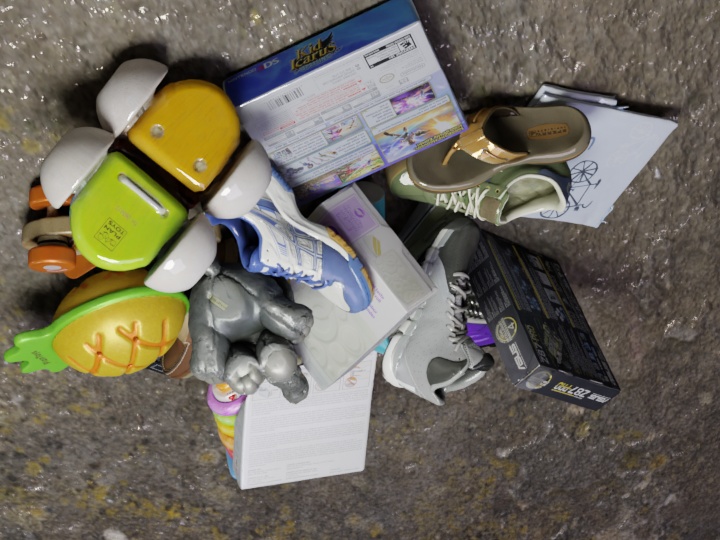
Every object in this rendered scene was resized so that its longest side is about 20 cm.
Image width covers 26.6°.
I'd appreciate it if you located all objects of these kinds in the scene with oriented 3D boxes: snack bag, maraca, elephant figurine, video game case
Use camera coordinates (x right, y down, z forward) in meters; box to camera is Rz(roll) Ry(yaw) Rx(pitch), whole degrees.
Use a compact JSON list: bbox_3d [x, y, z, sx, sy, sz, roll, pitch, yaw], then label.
[{"bbox_3d":[0.236,-0.124,1.698,0.198,0.022,0.189,6,137,-29],"label":"snack bag"},{"bbox_3d":[-0.274,0.062,1.599,0.198,0.108,0.137,-21,155,3],"label":"maraca"},{"bbox_3d":[-0.116,0.061,1.594,0.140,0.157,0.200,12,-178,2],"label":"elephant figurine"},{"bbox_3d":[-0.011,-0.163,1.500,0.199,0.046,0.182,-24,145,7],"label":"video game case"}]

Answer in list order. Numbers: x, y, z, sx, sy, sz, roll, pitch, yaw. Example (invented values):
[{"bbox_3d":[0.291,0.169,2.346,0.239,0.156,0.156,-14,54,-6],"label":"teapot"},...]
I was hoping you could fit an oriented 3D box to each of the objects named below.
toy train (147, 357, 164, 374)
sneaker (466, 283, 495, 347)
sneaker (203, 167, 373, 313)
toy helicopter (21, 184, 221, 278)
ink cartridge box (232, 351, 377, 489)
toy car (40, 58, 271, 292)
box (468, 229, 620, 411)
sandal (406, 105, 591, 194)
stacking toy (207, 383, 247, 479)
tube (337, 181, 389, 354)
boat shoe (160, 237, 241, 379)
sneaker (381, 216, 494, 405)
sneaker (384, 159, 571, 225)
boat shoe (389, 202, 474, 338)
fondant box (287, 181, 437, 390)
[{"bbox_3d":[-0.269,0.082,1.726,0.046,0.034,0.199,-25,148,28],"label":"toy train"},{"bbox_3d":[0.119,0.061,1.859,0.199,0.070,0.099,14,136,-39],"label":"sneaker"},{"bbox_3d":[-0.076,-0.016,1.514,0.200,0.088,0.075,44,150,-11],"label":"sneaker"},{"bbox_3d":[-0.240,-0.032,1.534,0.198,0.080,0.132,-1,166,-7],"label":"toy helicopter"},{"bbox_3d":[-0.066,0.158,1.798,0.161,0.057,0.202,-6,118,-20],"label":"ink cartridge box"},{"bbox_3d":[-0.196,-0.082,1.414,0.175,0.201,0.150,39,161,-12],"label":"toy car"},{"bbox_3d":[0.209,0.059,1.784,0.049,0.201,0.161,-40,142,26],"label":"box"},{"bbox_3d":[0.143,-0.136,1.570,0.198,0.081,0.054,-12,163,-1],"label":"sandal"},{"bbox_3d":[-0.144,0.155,1.847,0.115,0.110,0.201,-21,135,7],"label":"stacking toy"},{"bbox_3d":[0.000,0.000,1.672,0.050,0.077,0.202,-38,138,-43],"label":"tube"},{"bbox_3d":[-0.179,0.036,1.678,0.073,0.076,0.201,12,127,-31],"label":"boat shoe"},{"bbox_3d":[0.109,0.052,1.625,0.075,0.115,0.202,8,109,-52],"label":"sneaker"},{"bbox_3d":[0.129,-0.089,1.613,0.198,0.090,0.067,-6,139,-4],"label":"sneaker"},{"bbox_3d":[0.059,0.000,1.699,0.072,0.062,0.201,19,112,-27],"label":"boat shoe"},{"bbox_3d":[-0.024,0.020,1.626,0.058,0.145,0.200,-33,172,-40],"label":"fondant box"}]
